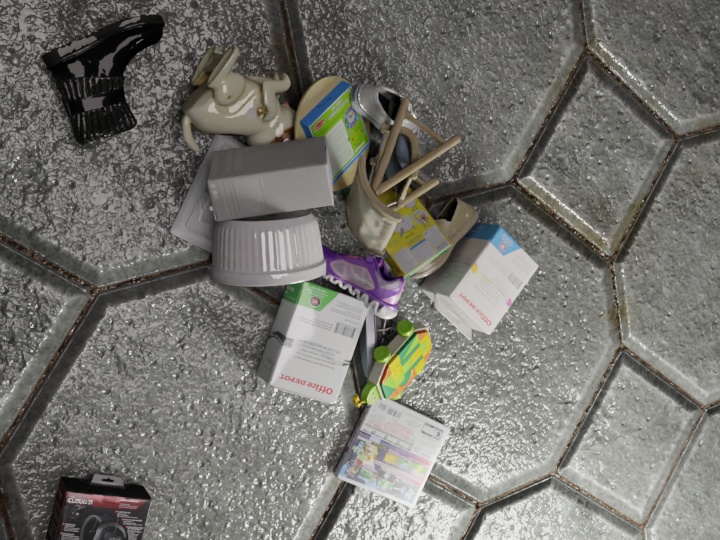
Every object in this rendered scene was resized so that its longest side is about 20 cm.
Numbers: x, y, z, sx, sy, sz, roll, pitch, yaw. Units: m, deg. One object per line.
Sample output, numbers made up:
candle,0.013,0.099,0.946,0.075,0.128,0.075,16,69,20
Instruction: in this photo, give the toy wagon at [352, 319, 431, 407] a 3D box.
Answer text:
toy wagon,0.063,0.192,1.680,0.200,0.039,0.155,-47,147,-21

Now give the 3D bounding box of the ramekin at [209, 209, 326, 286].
ramekin,-0.160,-0.045,1.499,0.199,0.200,0.106,-8,103,-25

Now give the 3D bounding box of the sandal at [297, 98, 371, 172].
sandal,-0.058,-0.240,1.612,0.200,0.048,0.075,46,72,-37

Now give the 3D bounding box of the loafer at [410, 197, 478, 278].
loafer,0.150,-0.066,1.722,0.200,0.076,0.068,-49,113,-22

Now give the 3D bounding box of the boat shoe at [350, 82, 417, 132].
boat shoe,0.061,-0.289,1.608,0.200,0.065,0.074,11,86,-55

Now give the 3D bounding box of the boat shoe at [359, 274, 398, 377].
boat shoe,0.036,0.105,1.688,0.068,0.074,0.200,1,88,-11

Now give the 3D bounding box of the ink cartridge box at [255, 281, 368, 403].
ink cartridge box,-0.090,0.128,1.623,0.146,0.084,0.201,21,88,-27

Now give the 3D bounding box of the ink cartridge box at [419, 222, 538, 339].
ink cartridge box,0.226,0.022,1.737,0.129,0.125,0.200,43,78,-24

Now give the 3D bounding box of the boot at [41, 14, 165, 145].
boot,-0.389,-0.308,1.418,0.210,0.079,0.158,-26,101,-9

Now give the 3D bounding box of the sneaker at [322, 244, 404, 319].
sneaker,0.000,0.000,1.609,0.200,0.080,0.089,34,109,9

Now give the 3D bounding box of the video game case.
video game case,0.066,0.364,1.767,0.200,0.023,0.183,29,84,-27

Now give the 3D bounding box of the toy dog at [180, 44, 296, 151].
toy dog,-0.188,-0.264,1.491,0.200,0.139,0.195,31,78,-30

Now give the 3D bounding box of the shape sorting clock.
shape sorting clock,-0.049,-0.243,1.556,0.200,0.039,0.201,-18,112,-51

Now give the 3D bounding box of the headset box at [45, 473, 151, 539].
headset box,-0.453,0.448,1.497,0.148,0.077,0.201,13,91,-27

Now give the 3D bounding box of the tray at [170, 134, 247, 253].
tray,-0.246,-0.134,1.546,0.107,0.022,0.201,26,85,-25

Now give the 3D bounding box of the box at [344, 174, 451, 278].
box,0.066,-0.092,1.654,0.117,0.048,0.200,-33,83,-17

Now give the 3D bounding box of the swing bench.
swing bench,0.054,-0.158,1.543,0.130,0.199,0.200,36,72,3

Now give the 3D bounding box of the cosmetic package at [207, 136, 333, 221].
cosmetic package,-0.146,-0.153,1.448,0.199,0.107,0.090,-4,125,2
